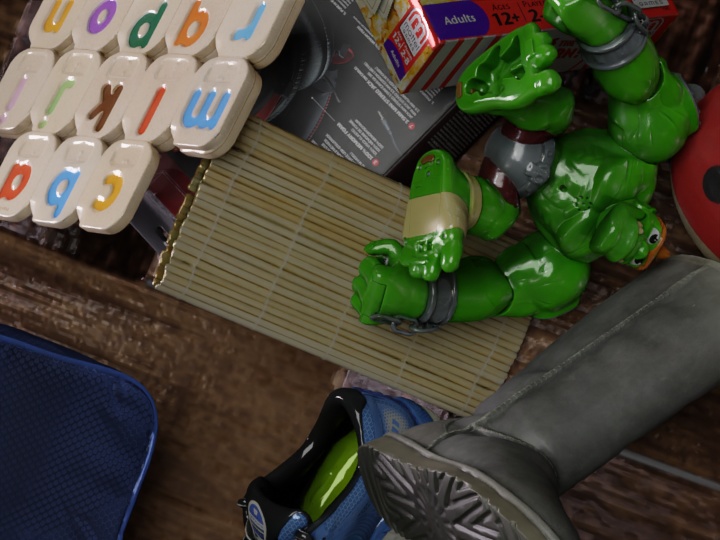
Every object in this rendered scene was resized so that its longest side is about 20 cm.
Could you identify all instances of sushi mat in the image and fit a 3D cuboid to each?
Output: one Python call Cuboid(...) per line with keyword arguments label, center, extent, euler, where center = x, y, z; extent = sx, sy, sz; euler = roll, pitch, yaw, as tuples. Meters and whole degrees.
Cuboid(label="sushi mat", center=(0.000, 0.000, 1.285), extent=(0.200, 0.012, 0.096), euler=(24, 89, -26))

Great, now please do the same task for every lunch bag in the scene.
Cuboid(label="lunch bag", center=(-0.202, 0.126, 1.314), extent=(0.136, 0.132, 0.200), euler=(22, 84, -25))

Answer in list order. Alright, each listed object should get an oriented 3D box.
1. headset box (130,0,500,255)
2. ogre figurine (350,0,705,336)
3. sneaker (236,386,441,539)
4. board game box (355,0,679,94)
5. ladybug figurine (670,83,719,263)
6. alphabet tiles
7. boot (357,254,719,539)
Cuboid(label="headset box", center=(-0.037, -0.081, 1.344), extent=(0.200, 0.075, 0.149), euler=(-46, 73, 3))
Cuboid(label="ogre figurine", center=(0.091, -0.048, 1.255), extent=(0.098, 0.120, 0.200), euler=(27, 98, 52))
Cuboid(label="sneaker", center=(-0.036, 0.144, 1.287), extent=(0.078, 0.089, 0.200), euler=(20, 81, 46))
Cuboid(label="board game box", center=(0.049, -0.188, 1.297), extent=(0.046, 0.151, 0.200), euler=(-51, 57, 48))
Cuboid(label="ladybug figurine", center=(0.239, -0.038, 1.263), extent=(0.200, 0.072, 0.136), euler=(17, 85, 17))
Cuboid(label="alphabet tiles", center=(-0.111, -0.106, 1.307), extent=(0.200, 0.015, 0.196), euler=(8, 67, 48))
Cuboid(label="boot", center=(0.117, 0.071, 1.207), extent=(0.200, 0.073, 0.182), euler=(-23, 28, -20))
